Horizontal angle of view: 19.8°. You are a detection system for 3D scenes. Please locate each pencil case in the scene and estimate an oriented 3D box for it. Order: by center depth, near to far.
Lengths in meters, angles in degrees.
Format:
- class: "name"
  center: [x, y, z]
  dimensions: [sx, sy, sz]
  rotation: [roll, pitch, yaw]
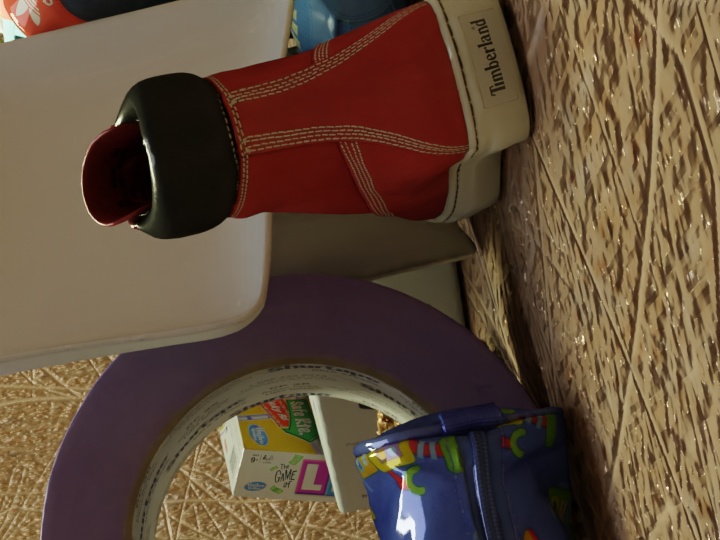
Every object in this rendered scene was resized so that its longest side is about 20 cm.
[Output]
- class: "pencil case"
  center: [0.055, 0.142, 0.703]
  dimensions: [0.087, 0.078, 0.201]
  rotation: [120, 137, -70]

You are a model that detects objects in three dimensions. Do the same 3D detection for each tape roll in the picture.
- class: "tape roll"
  center: [-0.020, 0.107, 0.801]
  dimensions: [0.085, 0.199, 0.201]
  rotation: [92, 164, -79]

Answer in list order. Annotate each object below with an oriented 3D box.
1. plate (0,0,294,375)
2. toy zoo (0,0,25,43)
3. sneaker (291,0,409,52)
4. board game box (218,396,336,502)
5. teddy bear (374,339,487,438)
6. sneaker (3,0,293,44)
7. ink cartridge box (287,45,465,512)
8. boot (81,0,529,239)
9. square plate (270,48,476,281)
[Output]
- class: "plate"
  center: [-0.121, -0.027, 0.820]
  dimensions: [0.201, 0.199, 0.032]
  rotation: [-87, -20, -45]
- class: "toy zoo"
  center: [-0.184, -0.139, 1.123]
  dimensions: [0.020, 0.199, 0.132]
  rotation: [-32, -50, -48]
- class: "sneaker"
  center: [-0.024, -0.143, 0.934]
  dimensions: [0.200, 0.075, 0.106]
  rotation: [-114, 10, -69]
- class: "board game box"
  center: [-0.020, 0.059, 1.199]
  dimensions: [0.200, 0.134, 0.034]
  rotation: [-109, 29, -54]
- class: "teddy bear"
  center: [0.048, 0.131, 0.916]
  dimensions: [0.145, 0.066, 0.201]
  rotation: [-113, 8, -56]
- class: "sneaker"
  center: [-0.093, -0.129, 0.962]
  dimensions: [0.075, 0.084, 0.200]
  rotation: [56, -158, 20]
- class: "ink cartridge box"
  center: [0.000, 0.000, 1.055]
  dimensions: [0.146, 0.082, 0.201]
  rotation: [-107, 4, -46]
- class: "boot"
  center: [-0.024, -0.044, 0.723]
  dimensions: [0.200, 0.144, 0.073]
  rotation: [92, 162, -84]
- class: "square plate"
  center: [-0.079, -0.045, 0.908]
  dimensions: [0.198, 0.199, 0.029]
  rotation: [-129, 34, -49]
